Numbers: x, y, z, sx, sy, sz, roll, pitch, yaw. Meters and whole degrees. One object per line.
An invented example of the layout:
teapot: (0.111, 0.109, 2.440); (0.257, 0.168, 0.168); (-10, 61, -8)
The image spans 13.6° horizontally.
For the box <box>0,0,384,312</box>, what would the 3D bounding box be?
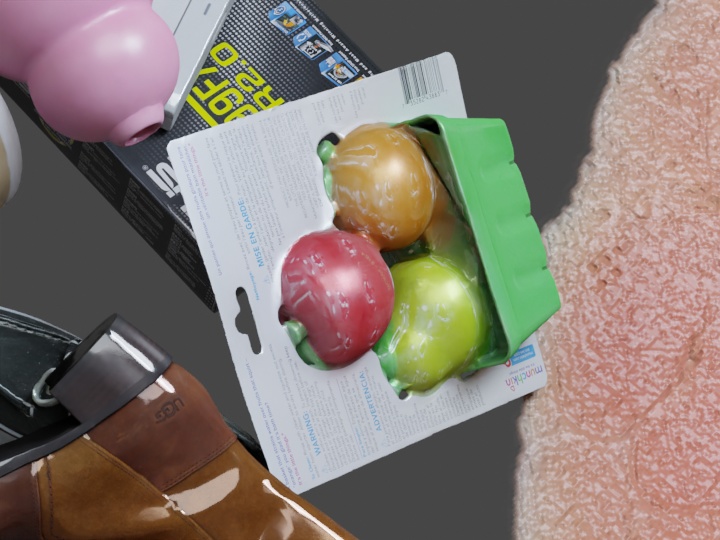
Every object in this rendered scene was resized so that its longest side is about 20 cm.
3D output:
box: (-0.083, -0.096, 1.626); (0.160, 0.044, 0.200); (-35, 72, -30)

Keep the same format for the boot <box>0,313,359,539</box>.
boot: (-0.108, 0.151, 1.452); (0.188, 0.068, 0.200); (-46, 100, -3)

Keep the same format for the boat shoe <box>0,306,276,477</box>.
boat shoe: (-0.132, 0.067, 1.498); (0.199, 0.068, 0.074); (35, 57, 8)

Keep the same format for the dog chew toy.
dog chew toy: (-0.160, -0.152, 1.516); (0.124, 0.125, 0.201); (-27, 80, -27)

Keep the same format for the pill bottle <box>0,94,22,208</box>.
pill bottle: (-0.275, -0.033, 1.494); (0.116, 0.116, 0.200); (44, 59, 14)

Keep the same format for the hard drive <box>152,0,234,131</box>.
hard drive: (-0.166, -0.170, 1.602); (0.199, 0.027, 0.132); (24, 61, 1)

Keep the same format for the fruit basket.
fruit basket: (0.000, 0.000, 1.531); (0.199, 0.094, 0.186); (-21, 94, -35)
